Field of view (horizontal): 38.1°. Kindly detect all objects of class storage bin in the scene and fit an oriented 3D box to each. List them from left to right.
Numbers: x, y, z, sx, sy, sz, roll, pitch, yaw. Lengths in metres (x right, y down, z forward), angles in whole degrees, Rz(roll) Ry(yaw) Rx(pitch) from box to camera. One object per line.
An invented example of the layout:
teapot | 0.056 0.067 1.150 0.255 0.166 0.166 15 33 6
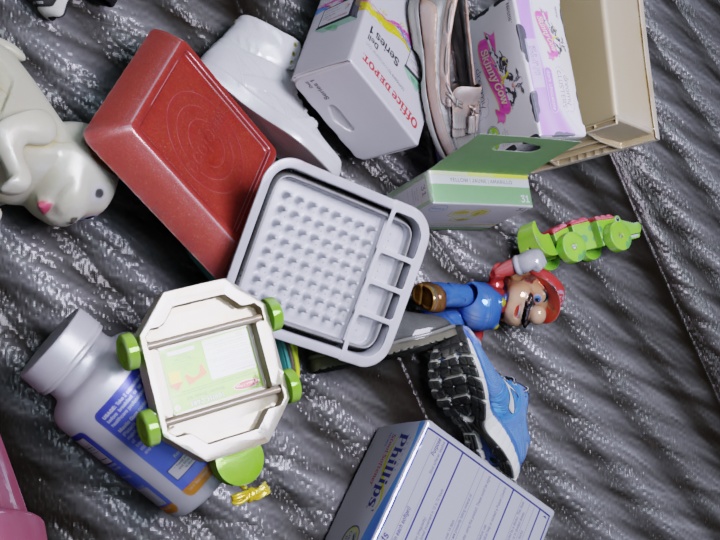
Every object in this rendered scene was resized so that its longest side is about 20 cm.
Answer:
storage bin | 0.246 -0.240 1.283 0.093 0.198 0.202 7 75 -46

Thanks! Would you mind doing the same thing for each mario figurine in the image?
mario figurine | 0.161 0.045 1.213 0.199 0.123 0.107 -9 71 -27

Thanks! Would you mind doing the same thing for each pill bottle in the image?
pill bottle | -0.214 0.129 0.979 0.200 0.112 0.112 43 62 -15

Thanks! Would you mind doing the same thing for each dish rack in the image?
dish rack | -0.038 -0.008 1.048 0.199 0.043 0.173 20 90 -30

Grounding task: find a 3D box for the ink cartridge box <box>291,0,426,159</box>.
ink cartridge box | 0.018 -0.250 1.173 0.145 0.083 0.201 45 49 -39

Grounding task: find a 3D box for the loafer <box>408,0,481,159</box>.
loafer | 0.104 -0.214 1.160 0.072 0.062 0.202 -29 109 -54

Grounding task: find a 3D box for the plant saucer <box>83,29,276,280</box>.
plant saucer | -0.162 -0.124 1.042 0.200 0.037 0.200 49 35 -27

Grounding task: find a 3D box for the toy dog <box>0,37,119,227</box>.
toy dog | -0.322 -0.117 0.976 0.199 0.140 0.194 35 27 -17

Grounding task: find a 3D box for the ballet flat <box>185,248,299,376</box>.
ballet flat | -0.108 0.028 1.095 0.067 0.067 0.201 -37 97 -48

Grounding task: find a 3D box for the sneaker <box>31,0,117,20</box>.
sneaker | -0.264 -0.323 1.086 0.199 0.075 0.088 -32 111 -28

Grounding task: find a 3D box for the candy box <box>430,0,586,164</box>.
candy box | 0.159 -0.207 1.218 0.071 0.200 0.169 -4 80 -30

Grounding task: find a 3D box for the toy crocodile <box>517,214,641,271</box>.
toy crocodile | 0.280 -0.042 1.328 0.199 0.067 0.062 -12 84 -31

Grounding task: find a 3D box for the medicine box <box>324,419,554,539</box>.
medicine box | 0.081 0.291 1.118 0.200 0.103 0.183 37 63 -18

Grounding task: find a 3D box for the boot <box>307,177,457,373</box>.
boot | 0.001 -0.001 1.139 0.180 0.073 0.202 -10 78 -7

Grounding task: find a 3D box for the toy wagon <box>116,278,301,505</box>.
toy wagon | -0.130 0.112 0.942 0.154 0.039 0.202 -13 87 -30

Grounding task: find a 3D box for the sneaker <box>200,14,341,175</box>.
sneaker | -0.078 -0.195 1.153 0.200 0.074 0.116 41 65 -15

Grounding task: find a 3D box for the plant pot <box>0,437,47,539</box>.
plant pot | -0.362 0.187 0.846 0.199 0.200 0.180 -2 64 -30

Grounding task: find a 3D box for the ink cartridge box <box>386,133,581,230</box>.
ink cartridge box | 0.137 -0.095 1.180 0.145 0.200 0.048 0 77 -30

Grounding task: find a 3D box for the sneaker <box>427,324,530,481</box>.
sneaker | 0.143 0.144 1.202 0.089 0.078 0.201 -45 121 -42
